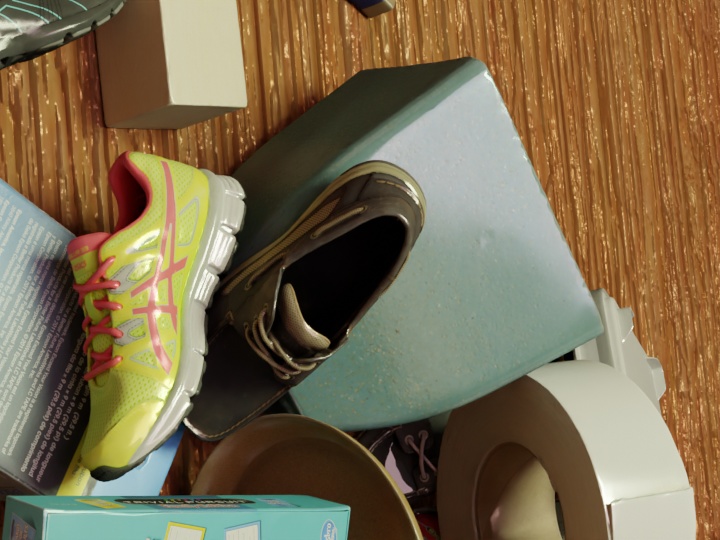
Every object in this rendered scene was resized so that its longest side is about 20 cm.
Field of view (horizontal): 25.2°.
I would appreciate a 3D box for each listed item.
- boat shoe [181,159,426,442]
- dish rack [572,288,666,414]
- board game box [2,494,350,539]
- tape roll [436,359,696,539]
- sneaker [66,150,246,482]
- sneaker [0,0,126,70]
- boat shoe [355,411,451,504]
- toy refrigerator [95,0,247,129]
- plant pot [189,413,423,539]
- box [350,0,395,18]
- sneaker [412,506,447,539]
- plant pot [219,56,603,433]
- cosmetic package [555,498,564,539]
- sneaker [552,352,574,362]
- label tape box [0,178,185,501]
[{"bbox_3d":[-0.041,0.021,0.916,0.074,0.201,0.073,37,13,-10],"label":"boat shoe"},{"bbox_3d":[0.202,0.108,1.189,0.200,0.043,0.174,47,32,-61],"label":"dish rack"},{"bbox_3d":[-0.102,0.201,0.876,0.198,0.047,0.153,7,89,-39],"label":"board game box"},{"bbox_3d":[0.130,0.162,1.052,0.070,0.202,0.205,-3,85,-29],"label":"tape roll"},{"bbox_3d":[-0.134,0.021,0.913,0.090,0.078,0.202,28,57,-28],"label":"sneaker"},{"bbox_3d":[-0.219,-0.154,0.942,0.199,0.075,0.080,-33,103,-42],"label":"sneaker"},{"bbox_3d":[0.071,0.115,1.156,0.198,0.057,0.068,-23,91,-29],"label":"boat shoe"},{"bbox_3d":[-0.127,-0.198,1.036,0.069,0.075,0.203,-3,84,-43],"label":"toy refrigerator"},{"bbox_3d":[-0.030,0.186,0.975,0.027,0.198,0.203,-5,86,-50],"label":"plant pot"},{"bbox_3d":[-0.035,-0.291,1.170,0.199,0.032,0.122,34,61,-33],"label":"box"},{"bbox_3d":[0.052,0.270,1.132,0.084,0.077,0.203,-5,76,-38],"label":"sneaker"},{"bbox_3d":[0.000,0.000,1.045,0.199,0.195,0.198,-32,106,-19],"label":"plant pot"},{"bbox_3d":[0.182,0.261,1.228,0.200,0.103,0.074,46,55,-26],"label":"cosmetic package"},{"bbox_3d":[0.149,0.069,1.268,0.202,0.069,0.090,67,18,-1],"label":"sneaker"},{"bbox_3d":[-0.193,0.054,0.935,0.200,0.063,0.146,41,56,-32],"label":"label tape box"}]
